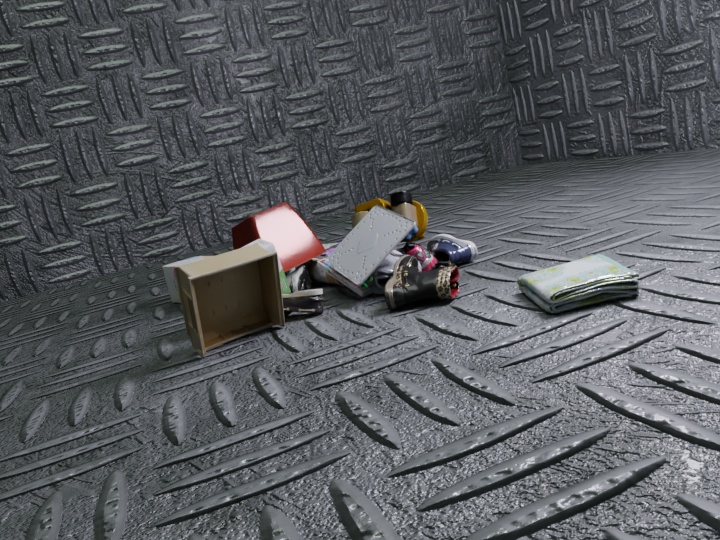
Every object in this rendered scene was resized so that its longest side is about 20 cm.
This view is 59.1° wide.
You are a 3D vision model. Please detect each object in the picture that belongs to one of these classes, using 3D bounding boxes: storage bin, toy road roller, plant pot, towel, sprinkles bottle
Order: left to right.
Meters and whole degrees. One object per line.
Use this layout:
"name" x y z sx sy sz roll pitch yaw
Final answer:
"storage bin" -0.278 0.064 1.373 0.199 0.200 0.093 -20 29 -31
"plant pot" -0.253 -0.078 1.802 0.199 0.178 0.199 -28 6 -36
"sprinkles bottle" -0.094 0.004 1.794 0.068 0.069 0.199 -19 12 -28
"toy road roller" 0.087 -0.121 1.704 0.199 0.124 0.146 -14 -15 29
"towel" 0.397 0.021 1.174 0.169 0.049 0.200 -12 10 1

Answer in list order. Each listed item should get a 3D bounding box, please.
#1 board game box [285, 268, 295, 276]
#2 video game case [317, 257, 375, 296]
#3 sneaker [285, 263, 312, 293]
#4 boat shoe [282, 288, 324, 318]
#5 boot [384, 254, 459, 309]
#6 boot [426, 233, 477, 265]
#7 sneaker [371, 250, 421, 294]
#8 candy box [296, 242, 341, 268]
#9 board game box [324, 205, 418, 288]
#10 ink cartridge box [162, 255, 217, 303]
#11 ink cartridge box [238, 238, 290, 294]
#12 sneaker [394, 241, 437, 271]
"board game box" -0.283 -0.059 1.986 0.147 0.202 0.064 -3 13 45
"video game case" 0.000 0.000 1.645 0.142 0.018 0.200 -20 35 -32
"sneaker" -0.181 0.032 1.748 0.079 0.075 0.200 -16 10 9
"boat shoe" -0.177 0.083 1.506 0.198 0.061 0.074 -8 -2 18
"boot" 0.144 0.017 1.403 0.149 0.074 0.200 -9 20 23
"boot" 0.217 -0.055 1.703 0.090 0.074 0.200 -12 10 -27
"sneaker" 0.041 -0.007 1.559 0.199 0.076 0.115 17 33 28
"candy box" -0.116 -0.035 2.007 0.199 0.072 0.167 -3 14 40
"board game box" 0.024 -0.061 1.547 0.200 0.026 0.200 -48 32 -6
"ink cartridge box" -0.520 0.028 2.022 0.128 0.126 0.199 -21 13 -38
"ink cartridge box" -0.293 0.033 1.577 0.199 0.146 0.084 -31 27 -27
"sneaker" 0.134 -0.043 1.673 0.081 0.075 0.200 -46 18 -11
